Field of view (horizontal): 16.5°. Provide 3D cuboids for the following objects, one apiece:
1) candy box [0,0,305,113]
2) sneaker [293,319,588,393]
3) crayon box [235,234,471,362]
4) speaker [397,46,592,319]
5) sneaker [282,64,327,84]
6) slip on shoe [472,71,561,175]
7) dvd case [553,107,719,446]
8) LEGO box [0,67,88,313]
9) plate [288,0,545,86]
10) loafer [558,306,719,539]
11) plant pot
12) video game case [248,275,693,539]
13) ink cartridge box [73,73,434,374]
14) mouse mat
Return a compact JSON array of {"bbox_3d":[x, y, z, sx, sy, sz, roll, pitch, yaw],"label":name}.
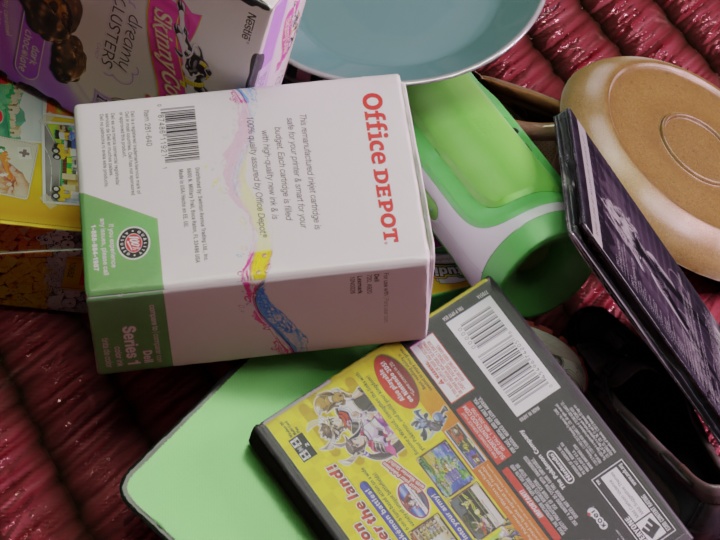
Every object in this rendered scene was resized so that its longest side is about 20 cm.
[{"bbox_3d":[-0.138,-0.166,1.522,0.199,0.168,0.072,28,49,7],"label":"candy box"},{"bbox_3d":[0.046,0.082,1.525,0.199,0.078,0.083,-5,63,-17],"label":"sneaker"},{"bbox_3d":[0.000,0.000,1.597,0.199,0.058,0.119,-12,49,-26],"label":"crayon box"},{"bbox_3d":[0.068,-0.063,1.577,0.088,0.089,0.200,-14,49,-27],"label":"speaker"},{"bbox_3d":[-0.059,-0.156,1.652,0.199,0.070,0.083,24,64,-42],"label":"sneaker"},{"bbox_3d":[0.062,-0.121,1.739,0.199,0.061,0.076,30,45,16],"label":"slip on shoe"},{"bbox_3d":[0.180,0.009,1.549,0.016,0.200,0.149,-29,27,17],"label":"dvd case"},{"bbox_3d":[-0.202,-0.076,1.592,0.148,0.077,0.201,6,49,-11],"label":"LEGO box"},{"bbox_3d":[0.024,-0.180,1.609,0.199,0.026,0.201,-3,47,3],"label":"plate"},{"bbox_3d":[0.184,0.088,1.550,0.071,0.063,0.201,-6,46,-21],"label":"loafer"},{"bbox_3d":[0.228,-0.077,1.717,0.199,0.028,0.201,23,40,-21],"label":"plant pot"},{"bbox_3d":[0.064,0.127,1.441,0.180,0.026,0.200,-32,75,-23],"label":"video game case"},{"bbox_3d":[-0.064,-0.028,1.460,0.199,0.084,0.146,-6,53,-4],"label":"ink cartridge box"},{"bbox_3d":[-0.021,0.113,1.448,0.161,0.008,0.200,42,64,8],"label":"mouse mat"}]
